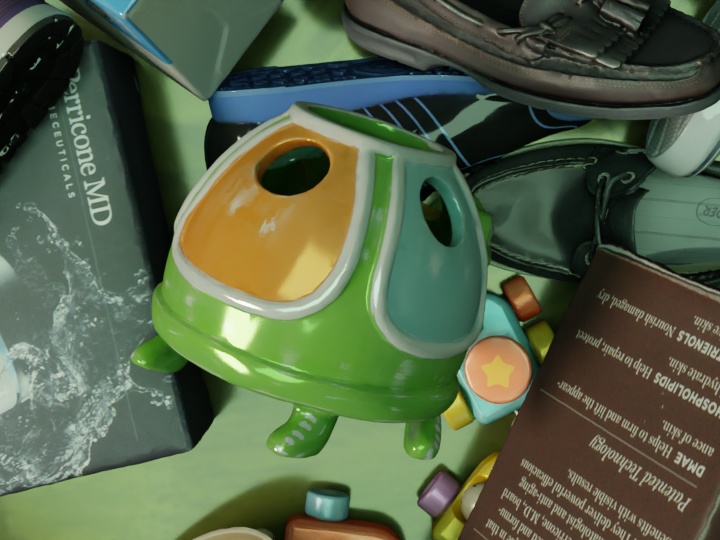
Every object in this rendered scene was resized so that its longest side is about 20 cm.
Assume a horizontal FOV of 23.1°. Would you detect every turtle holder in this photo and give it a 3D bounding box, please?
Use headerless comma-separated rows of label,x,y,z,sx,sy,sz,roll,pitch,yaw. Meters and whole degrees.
turtle holder,0.002,0.003,0.778,0.185,0.141,0.132,12,102,-31

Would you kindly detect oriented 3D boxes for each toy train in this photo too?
toy train,0.028,0.091,0.881,0.150,0.056,0.201,12,93,0

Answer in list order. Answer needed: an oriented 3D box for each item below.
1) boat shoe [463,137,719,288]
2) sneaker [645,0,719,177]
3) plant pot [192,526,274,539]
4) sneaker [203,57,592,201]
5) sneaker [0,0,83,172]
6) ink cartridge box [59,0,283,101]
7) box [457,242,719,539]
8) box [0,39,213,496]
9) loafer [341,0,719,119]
boat shoe,0.141,-0.024,0.867,0.199,0.066,0.075,9,94,1
sneaker,0.213,-0.120,0.847,0.071,0.073,0.200,36,83,-11
plant pot,-0.055,0.242,0.837,0.134,0.200,0.200,39,93,-25
sneaker,0.023,-0.063,0.873,0.199,0.070,0.078,-4,109,0
sneaker,-0.213,-0.052,0.767,0.088,0.076,0.200,39,87,15
ink cartridge box,-0.143,-0.172,0.820,0.200,0.115,0.068,35,87,19
box,0.167,0.120,0.801,0.166,0.164,0.200,23,93,-26
box,-0.191,0.007,0.852,0.199,0.117,0.197,-13,92,1
loafer,0.074,-0.121,0.815,0.200,0.072,0.063,17,135,29
